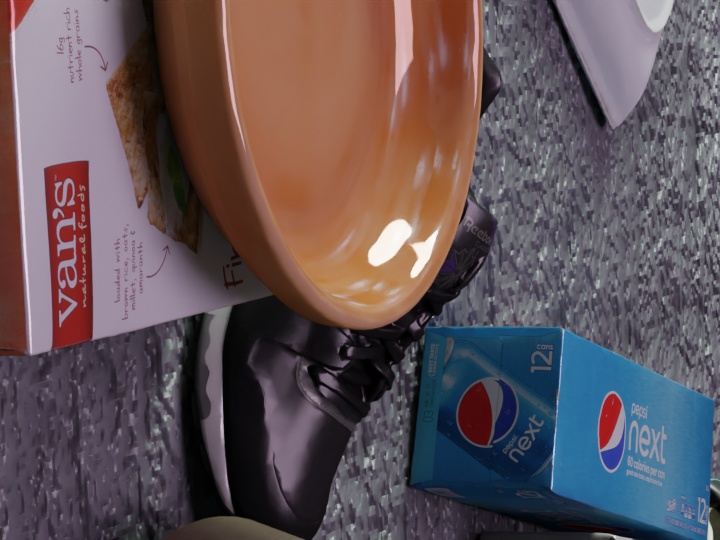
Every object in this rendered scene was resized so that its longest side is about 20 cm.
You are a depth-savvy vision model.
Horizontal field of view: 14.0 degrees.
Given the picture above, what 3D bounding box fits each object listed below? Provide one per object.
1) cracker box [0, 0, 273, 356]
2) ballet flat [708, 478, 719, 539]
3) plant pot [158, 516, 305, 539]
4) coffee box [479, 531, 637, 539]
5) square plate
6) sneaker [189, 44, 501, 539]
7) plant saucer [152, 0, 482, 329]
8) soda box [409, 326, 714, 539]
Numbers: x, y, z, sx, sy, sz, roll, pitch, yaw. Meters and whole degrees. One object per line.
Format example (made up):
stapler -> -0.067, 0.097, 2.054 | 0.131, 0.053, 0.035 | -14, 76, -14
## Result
cracker box -> -0.076, -0.052, 0.900 | 0.200, 0.057, 0.135 | -15, 104, -64
ballet flat -> 0.159, 0.189, 1.419 | 0.068, 0.068, 0.201 | 47, 41, -43
plant pot -> 0.025, 0.186, 0.926 | 0.187, 0.199, 0.188 | -21, 115, -56
coffee box -> 0.140, 0.180, 1.284 | 0.199, 0.080, 0.114 | 13, 78, -46
square plate -> 0.120, -0.202, 1.357 | 0.198, 0.028, 0.201 | 61, 37, -48
sneaker -> 0.000, 0.000, 1.030 | 0.076, 0.087, 0.201 | 35, 59, -61
plant saucer -> -0.014, -0.081, 0.925 | 0.200, 0.037, 0.201 | -2, 90, -66
soda box -> 0.091, 0.073, 1.259 | 0.200, 0.064, 0.068 | 24, 68, -64
